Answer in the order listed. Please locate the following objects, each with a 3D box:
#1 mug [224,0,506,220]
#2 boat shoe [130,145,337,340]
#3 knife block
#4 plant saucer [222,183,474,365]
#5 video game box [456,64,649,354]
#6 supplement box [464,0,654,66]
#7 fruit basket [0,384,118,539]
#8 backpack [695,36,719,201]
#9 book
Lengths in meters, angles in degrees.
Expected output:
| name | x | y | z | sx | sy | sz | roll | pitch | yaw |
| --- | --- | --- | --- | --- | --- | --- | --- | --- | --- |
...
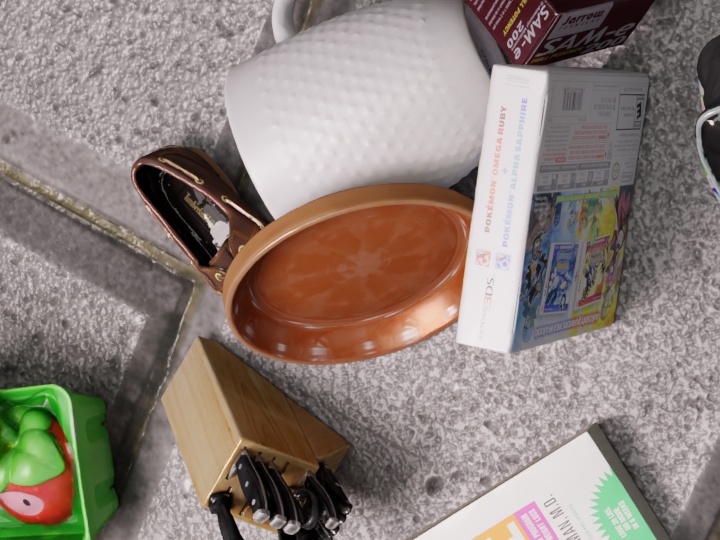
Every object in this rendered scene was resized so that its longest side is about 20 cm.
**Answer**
| name | x | y | z | sx | sy | sz | roll | pitch | yaw |
| --- | --- | --- | --- | --- | --- | --- | --- | --- | --- |
| mug | 0.006 | -0.137 | 1.493 | 0.175 | 0.148 | 0.201 | -24 | 75 | 16 |
| boat shoe | -0.096 | -0.014 | 1.585 | 0.200 | 0.070 | 0.070 | 43 | 108 | 13 |
| knife block | -0.090 | 0.137 | 1.537 | 0.200 | 0.175 | 0.064 | 37 | 106 | 16 |
| plant saucer | 0.000 | 0.000 | 1.486 | 0.200 | 0.200 | 0.032 | -30 | 56 | 22 |
| video game box | 0.132 | -0.045 | 1.416 | 0.047 | 0.200 | 0.183 | 9 | 97 | 26 |
| supplement box | 0.101 | -0.236 | 1.438 | 0.200 | 0.108 | 0.061 | 55 | 138 | 21 |
| fruit basket | -0.307 | 0.152 | 1.617 | 0.214 | 0.215 | 0.156 | -7 | 92 | 23 |
| backpack | 0.314 | -0.077 | 1.346 | 0.177 | 0.151 | 0.201 | -10 | 128 | 23 |
| book | 0.123 | 0.218 | 1.529 | 0.200 | 0.048 | 0.134 | -35 | 85 | 20 |
